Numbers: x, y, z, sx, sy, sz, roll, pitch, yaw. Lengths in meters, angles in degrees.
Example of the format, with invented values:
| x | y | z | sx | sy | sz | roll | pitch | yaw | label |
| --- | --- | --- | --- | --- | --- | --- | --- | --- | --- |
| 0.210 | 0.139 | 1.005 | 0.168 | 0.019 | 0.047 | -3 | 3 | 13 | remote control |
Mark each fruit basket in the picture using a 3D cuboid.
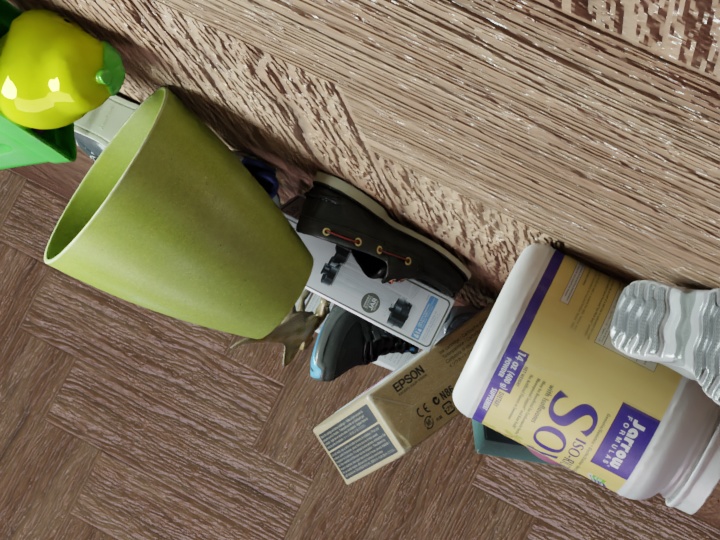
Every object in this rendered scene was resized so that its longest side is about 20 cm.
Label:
| x | y | z | sx | sy | sz | roll | pitch | yaw | label |
| --- | --- | --- | --- | --- | --- | --- | --- | --- | --- |
| -0.290 | -0.176 | 1.285 | 0.214 | 0.156 | 0.216 | -10 | 154 | -5 | fruit basket |

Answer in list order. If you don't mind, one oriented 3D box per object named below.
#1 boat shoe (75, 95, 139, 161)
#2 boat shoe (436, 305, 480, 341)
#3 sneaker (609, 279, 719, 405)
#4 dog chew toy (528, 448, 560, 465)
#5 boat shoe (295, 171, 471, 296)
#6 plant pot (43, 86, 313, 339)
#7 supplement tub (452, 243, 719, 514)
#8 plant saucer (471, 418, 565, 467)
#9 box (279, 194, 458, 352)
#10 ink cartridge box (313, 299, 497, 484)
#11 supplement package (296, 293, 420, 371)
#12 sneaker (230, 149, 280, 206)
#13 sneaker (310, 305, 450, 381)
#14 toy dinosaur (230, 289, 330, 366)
| x | y | z | sx | sy | sz | roll | pitch | yaw | label |
| --- | --- | --- | --- | --- | --- | --- | --- | --- | --- |
| -0.242 | -0.134 | 1.574 | 0.199 | 0.075 | 0.066 | 29 | 176 | -9 | boat shoe |
| 0.133 | 0.085 | 1.818 | 0.062 | 0.072 | 0.200 | 32 | 180 | 37 | boat shoe |
| 0.251 | 0.048 | 1.015 | 0.082 | 0.075 | 0.200 | 14 | -172 | -26 | sneaker |
| 0.268 | 0.163 | 1.667 | 0.199 | 0.125 | 0.125 | 16 | 170 | 26 | dog chew toy |
| 0.021 | -0.020 | 1.440 | 0.201 | 0.063 | 0.074 | 30 | 172 | -37 | boat shoe |
| -0.148 | -0.031 | 1.386 | 0.200 | 0.188 | 0.187 | 35 | 172 | -18 | plant pot |
| 0.185 | 0.083 | 1.166 | 0.199 | 0.146 | 0.145 | 27 | 174 | 7 | supplement tub |
| 0.226 | 0.194 | 1.754 | 0.199 | 0.019 | 0.070 | 9 | -147 | -7 | plant saucer |
| 0.000 | 0.000 | 1.559 | 0.199 | 0.060 | 0.117 | 27 | -167 | 4 | box |
| 0.067 | 0.126 | 1.605 | 0.075 | 0.200 | 0.165 | 55 | 151 | 2 | ink cartridge box |
| -0.023 | 0.022 | 1.765 | 0.199 | 0.110 | 0.114 | 29 | 174 | -23 | supplement package |
| -0.115 | -0.074 | 1.534 | 0.088 | 0.076 | 0.200 | 7 | 175 | 22 | sneaker |
| 0.023 | 0.059 | 1.631 | 0.082 | 0.200 | 0.073 | 31 | 136 | 20 | sneaker |
| -0.063 | 0.053 | 1.598 | 0.058 | 0.102 | 0.200 | 25 | -176 | 14 | toy dinosaur |
